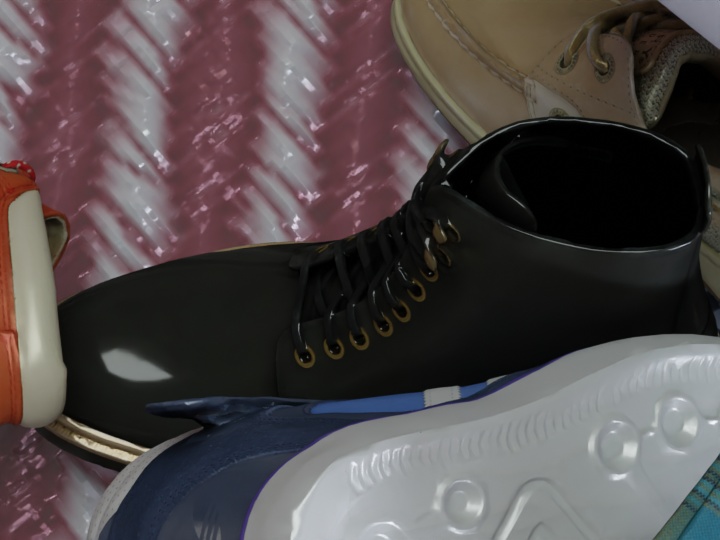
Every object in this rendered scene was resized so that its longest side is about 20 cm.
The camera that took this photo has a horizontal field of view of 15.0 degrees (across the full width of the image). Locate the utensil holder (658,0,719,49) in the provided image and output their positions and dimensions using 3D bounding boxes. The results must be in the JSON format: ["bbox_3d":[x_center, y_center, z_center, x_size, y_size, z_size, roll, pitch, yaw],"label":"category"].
[{"bbox_3d":[0.166,-0.091,0.648,0.200,0.170,0.170,39,75,-2],"label":"utensil holder"}]

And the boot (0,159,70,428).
[{"bbox_3d":[-0.142,-0.021,0.792,0.107,0.075,0.201,-6,45,-14],"label":"boot"}]

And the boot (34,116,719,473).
[{"bbox_3d":[0.000,0.000,0.743,0.199,0.139,0.078,-4,65,2],"label":"boot"}]

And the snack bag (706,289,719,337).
[{"bbox_3d":[0.057,0.072,0.795,0.187,0.021,0.201,-18,66,-5],"label":"snack bag"}]

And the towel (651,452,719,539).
[{"bbox_3d":[0.162,0.100,0.631,0.200,0.022,0.147,39,70,6],"label":"towel"}]

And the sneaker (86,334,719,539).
[{"bbox_3d":[0.025,0.063,0.732,0.199,0.146,0.081,-7,90,-31],"label":"sneaker"}]

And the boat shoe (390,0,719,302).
[{"bbox_3d":[0.089,-0.050,0.796,0.072,0.065,0.200,-34,57,-26],"label":"boat shoe"}]
